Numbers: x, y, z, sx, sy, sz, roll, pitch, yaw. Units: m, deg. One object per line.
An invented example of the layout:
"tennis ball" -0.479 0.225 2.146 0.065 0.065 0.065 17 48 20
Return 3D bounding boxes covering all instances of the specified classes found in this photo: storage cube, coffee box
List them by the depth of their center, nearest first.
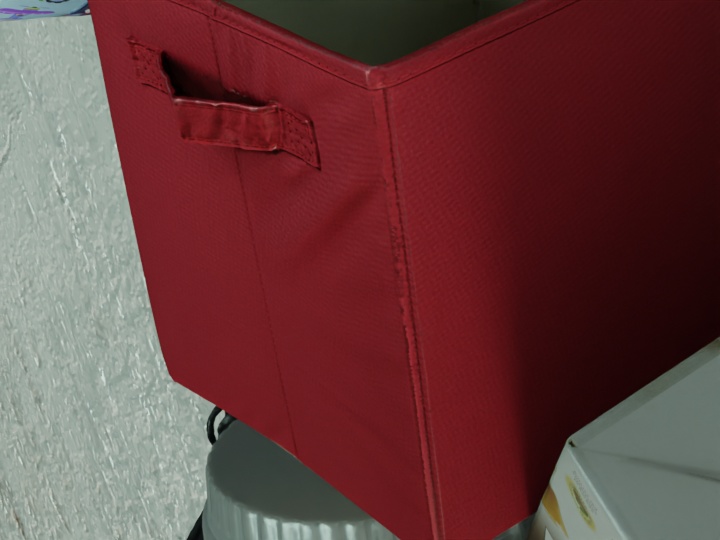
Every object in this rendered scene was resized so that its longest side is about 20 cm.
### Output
"coffee box" 0.119 0.079 0.601 0.080 0.114 0.200 56 169 16
"storage cube" 0.029 -0.040 0.661 0.171 0.199 0.181 28 137 45

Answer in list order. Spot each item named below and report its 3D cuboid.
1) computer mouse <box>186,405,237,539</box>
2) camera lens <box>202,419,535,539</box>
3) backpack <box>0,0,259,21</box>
"computer mouse" -0.064 0.163 0.910 0.052 0.201 0.139 -1 151 18
"camera lens" 0.019 0.162 0.824 0.160 0.159 0.202 19 124 51
"backpack" -0.085 -0.152 0.757 0.182 0.199 0.135 -12 98 57
